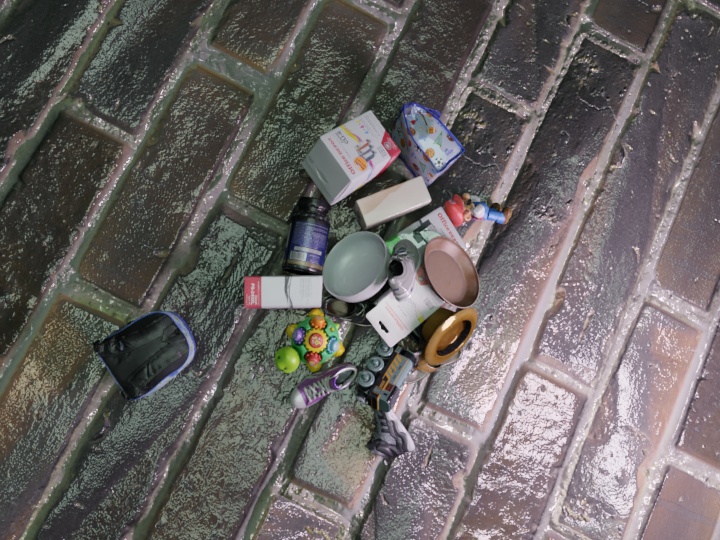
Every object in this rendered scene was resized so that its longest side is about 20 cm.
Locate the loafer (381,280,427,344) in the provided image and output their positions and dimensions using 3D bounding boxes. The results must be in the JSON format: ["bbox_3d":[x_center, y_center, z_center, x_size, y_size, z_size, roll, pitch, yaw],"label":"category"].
[{"bbox_3d":[0.122,0.113,1.464,0.201,0.068,0.070,54,42,-1],"label":"loafer"}]

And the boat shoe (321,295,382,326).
[{"bbox_3d":[-0.009,0.112,1.459,0.197,0.068,0.073,11,83,-7],"label":"boat shoe"}]

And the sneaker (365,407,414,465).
[{"bbox_3d":[0.050,0.422,1.427,0.113,0.075,0.201,-35,87,-6],"label":"sneaker"}]

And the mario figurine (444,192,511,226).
[{"bbox_3d":[0.325,-0.181,1.485,0.198,0.123,0.107,1,74,-26],"label":"mario figurine"}]

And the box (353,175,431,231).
[{"bbox_3d":[0.088,-0.185,1.488,0.198,0.095,0.079,-22,86,-10],"label":"box"}]

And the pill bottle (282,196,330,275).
[{"bbox_3d":[-0.141,-0.090,1.442,0.110,0.112,0.203,11,83,-5],"label":"pill bottle"}]

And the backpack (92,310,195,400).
[{"bbox_3d":[-0.525,0.202,1.350,0.199,0.147,0.184,-34,87,-5],"label":"backpack"}]

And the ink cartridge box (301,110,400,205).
[{"bbox_3d":[-0.027,-0.301,1.429,0.199,0.144,0.146,-37,90,-32],"label":"ink cartridge box"}]

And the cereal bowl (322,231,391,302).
[{"bbox_3d":[0.000,0.000,1.434,0.198,0.083,0.202,-18,53,25],"label":"cereal bowl"}]

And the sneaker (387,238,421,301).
[{"bbox_3d":[0.107,-0.020,1.351,0.074,0.201,0.082,-19,128,22],"label":"sneaker"}]

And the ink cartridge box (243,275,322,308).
[{"bbox_3d":[-0.199,0.058,1.402,0.197,0.145,0.085,0,85,-5],"label":"ink cartridge box"}]

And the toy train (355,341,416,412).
[{"bbox_3d":[0.068,0.277,1.406,0.113,0.086,0.200,23,52,20],"label":"toy train"}]

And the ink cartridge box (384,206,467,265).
[{"bbox_3d":[0.176,-0.064,1.488,0.199,0.083,0.147,-33,89,-9],"label":"ink cartridge box"}]

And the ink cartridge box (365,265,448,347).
[{"bbox_3d":[0.116,0.093,1.400,0.199,0.067,0.117,-39,95,-5],"label":"ink cartridge box"}]

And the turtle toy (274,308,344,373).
[{"bbox_3d":[-0.139,0.199,1.416,0.199,0.101,0.147,-34,88,-9],"label":"turtle toy"}]

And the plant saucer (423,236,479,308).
[{"bbox_3d":[0.231,0.009,1.393,0.199,0.037,0.203,19,57,-31],"label":"plant saucer"}]

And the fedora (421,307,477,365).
[{"bbox_3d":[0.223,0.157,1.412,0.200,0.201,0.082,-42,56,-9],"label":"fedora"}]

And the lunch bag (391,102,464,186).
[{"bbox_3d":[0.173,-0.355,1.476,0.124,0.170,0.200,-41,89,-12],"label":"lunch bag"}]

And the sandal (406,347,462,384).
[{"bbox_3d":[0.196,0.252,1.472,0.198,0.055,0.083,-17,86,-8],"label":"sandal"}]

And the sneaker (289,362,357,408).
[{"bbox_3d":[-0.099,0.302,1.405,0.199,0.114,0.073,-30,89,-7],"label":"sneaker"}]
